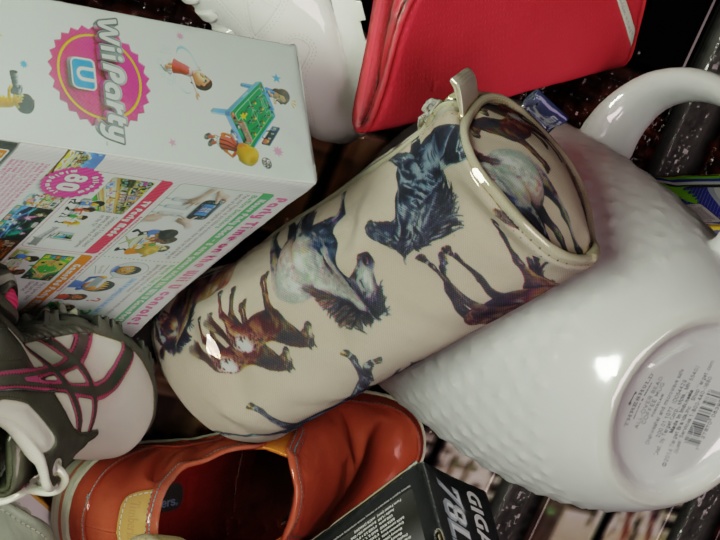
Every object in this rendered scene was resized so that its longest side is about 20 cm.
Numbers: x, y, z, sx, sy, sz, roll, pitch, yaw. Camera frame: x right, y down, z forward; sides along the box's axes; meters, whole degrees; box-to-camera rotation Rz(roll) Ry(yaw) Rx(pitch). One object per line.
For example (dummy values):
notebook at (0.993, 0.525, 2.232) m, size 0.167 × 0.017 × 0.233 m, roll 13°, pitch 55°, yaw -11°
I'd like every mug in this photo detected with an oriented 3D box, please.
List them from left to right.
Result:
mug at (0.105, 0.002, 1.020) m, size 0.148 × 0.175 × 0.200 m, roll 33°, pitch 93°, yaw -39°

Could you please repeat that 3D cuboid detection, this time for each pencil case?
pencil case at (0.000, 0.000, 0.954) m, size 0.200 × 0.090 × 0.078 m, roll -31°, pitch 176°, yaw 34°

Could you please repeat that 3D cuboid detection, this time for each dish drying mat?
dish drying mat at (0.066, -0.108, 0.992) m, size 0.200 × 0.018 × 0.077 m, roll -19°, pitch 127°, yaw -52°

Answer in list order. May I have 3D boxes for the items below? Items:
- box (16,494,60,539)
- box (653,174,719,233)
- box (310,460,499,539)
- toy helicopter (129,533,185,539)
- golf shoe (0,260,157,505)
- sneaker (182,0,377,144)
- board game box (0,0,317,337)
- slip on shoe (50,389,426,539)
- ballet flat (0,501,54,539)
box at (-0.171, 0.142, 1.002) m, size 0.119 × 0.041 × 0.200 m, roll -46°, pitch 131°, yaw -4°
box at (0.210, -0.006, 1.156) m, size 0.200 × 0.064 × 0.070 m, roll -3°, pitch 115°, yaw -31°
box at (-0.011, 0.214, 0.997) m, size 0.200 × 0.199 × 0.050 m, roll -39°, pitch 134°, yaw 25°
toy helicopter at (-0.105, 0.198, 0.953) m, size 0.079 × 0.132 × 0.200 m, roll 8°, pitch 116°, yaw -35°
golf shoe at (-0.134, 0.054, 0.895) m, size 0.077 × 0.088 × 0.200 m, roll -18°, pitch 158°, yaw 15°
sneaker at (-0.050, -0.131, 0.931) m, size 0.080 × 0.076 × 0.200 m, roll -25°, pitch 121°, yaw -5°
board game box at (-0.140, -0.038, 0.868) m, size 0.200 × 0.064 × 0.148 m, roll 8°, pitch 151°, yaw -34°
slip on shoe at (-0.040, 0.096, 1.031) m, size 0.200 × 0.061 × 0.074 m, roll -8°, pitch 104°, yaw -45°
ballet flat at (-0.201, 0.062, 0.913) m, size 0.200 × 0.067 × 0.064 m, roll 43°, pitch 55°, yaw -13°
